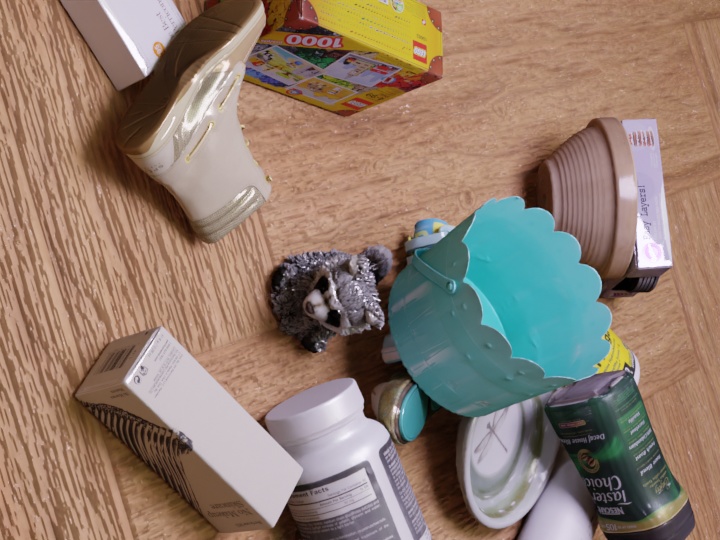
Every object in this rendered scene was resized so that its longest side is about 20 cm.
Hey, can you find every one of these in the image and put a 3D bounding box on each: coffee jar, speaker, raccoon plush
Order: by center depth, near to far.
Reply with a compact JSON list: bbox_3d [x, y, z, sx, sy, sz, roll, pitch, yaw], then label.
[{"bbox_3d":[0.000,0.000,1.262,0.097,0.134,0.200,57,46,-16],"label":"raccoon plush"},{"bbox_3d":[0.291,0.217,1.407,0.085,0.104,0.201,-32,98,-40],"label":"coffee jar"},{"bbox_3d":[0.235,0.289,1.459,0.081,0.081,0.200,51,48,-23],"label":"speaker"}]

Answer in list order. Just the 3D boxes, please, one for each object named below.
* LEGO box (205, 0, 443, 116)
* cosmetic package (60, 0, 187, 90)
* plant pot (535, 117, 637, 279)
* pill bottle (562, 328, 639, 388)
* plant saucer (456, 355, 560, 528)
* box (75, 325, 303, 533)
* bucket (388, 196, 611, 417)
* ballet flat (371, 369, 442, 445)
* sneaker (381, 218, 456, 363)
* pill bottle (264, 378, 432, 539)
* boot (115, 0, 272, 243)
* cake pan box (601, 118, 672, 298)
[{"bbox_3d":[-0.036,-0.236,1.285,0.200,0.149,0.078,14,69,-42],"label":"LEGO box"},{"bbox_3d":[-0.239,-0.274,1.159,0.083,0.051,0.200,-47,113,-40],"label":"cosmetic package"},{"bbox_3d":[0.272,-0.089,1.567,0.092,0.201,0.202,-1,76,-4],"label":"plant pot"},{"bbox_3d":[0.233,0.086,1.492,0.200,0.112,0.113,41,53,-30],"label":"pill bottle"},{"bbox_3d":[0.156,0.184,1.407,0.200,0.050,0.201,-16,111,-48],"label":"plant saucer"},{"bbox_3d":[-0.148,0.144,1.111,0.200,0.082,0.068,48,49,-23],"label":"box"},{"bbox_3d":[0.135,0.041,1.263,0.207,0.135,0.208,24,51,-33],"label":"bucket"},{"bbox_3d":[0.048,0.130,1.302,0.200,0.070,0.071,-28,99,-64],"label":"ballet flat"},{"bbox_3d":[0.067,0.017,1.371,0.200,0.079,0.131,-29,102,-56],"label":"sneaker"},{"bbox_3d":[-0.011,0.213,1.204,0.116,0.116,0.201,-29,99,-46],"label":"pill bottle"},{"bbox_3d":[-0.127,-0.142,1.185,0.200,0.073,0.156,-60,138,-24],"label":"boot"},{"bbox_3d":[0.340,-0.071,1.606,0.052,0.184,0.201,-3,76,-2],"label":"cake pan box"}]
